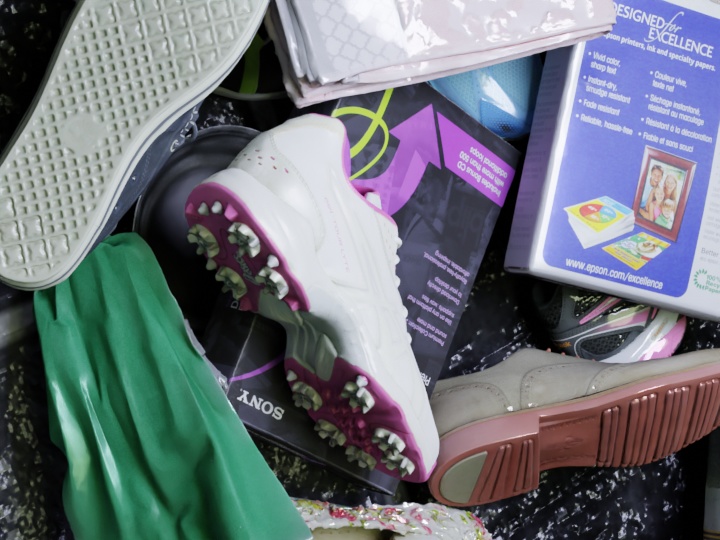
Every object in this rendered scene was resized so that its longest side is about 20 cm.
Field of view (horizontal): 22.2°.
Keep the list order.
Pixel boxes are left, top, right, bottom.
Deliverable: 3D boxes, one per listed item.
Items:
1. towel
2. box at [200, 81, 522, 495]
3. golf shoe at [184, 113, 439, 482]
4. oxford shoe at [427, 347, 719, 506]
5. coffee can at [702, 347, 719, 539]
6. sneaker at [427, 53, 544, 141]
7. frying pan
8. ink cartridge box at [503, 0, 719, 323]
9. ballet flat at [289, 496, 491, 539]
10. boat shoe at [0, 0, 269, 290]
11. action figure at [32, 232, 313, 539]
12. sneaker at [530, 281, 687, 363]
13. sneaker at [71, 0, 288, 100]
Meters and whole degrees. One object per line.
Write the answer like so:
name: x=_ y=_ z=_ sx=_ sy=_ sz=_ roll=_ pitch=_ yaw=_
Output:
towel: x=0.022 y=-0.194 z=0.900 sx=0.190 sy=0.032 sz=0.202 roll=-17 pitch=87 yaw=-29
box: x=0.000 y=0.000 z=0.943 sx=0.143 sy=0.036 sz=0.202 roll=30 pitch=78 yaw=-44
golf shoe: x=-0.002 y=0.015 z=0.871 sx=0.092 sy=0.075 sz=0.201 roll=-51 pitch=129 yaw=-29
oxford shoe: x=0.121 y=0.065 z=0.999 sx=0.198 sy=0.074 sz=0.071 roll=-10 pitch=138 yaw=-16
coffee can: x=0.275 y=0.151 z=1.090 sx=0.145 sy=0.146 sz=0.202 roll=8 pitch=83 yaw=-34
sneaker: x=0.055 y=-0.161 z=0.981 sx=0.078 sy=0.090 sz=0.201 roll=-34 pitch=107 yaw=-31
frying pan: x=-0.095 y=-0.031 z=0.904 sx=0.189 sy=0.031 sz=0.116 roll=30 pitch=73 yaw=-32
ink cartridge box: x=0.187 y=-0.077 z=1.012 sx=0.196 sy=0.047 sz=0.202 roll=14 pitch=86 yaw=-23
ballet flat: x=-0.005 y=0.155 z=0.940 sx=0.198 sy=0.064 sz=0.076 roll=7 pitch=108 yaw=-33
boat shoe: x=-0.108 y=-0.080 z=0.835 sx=0.074 sy=0.062 sz=0.201 roll=33 pitch=88 yaw=-3
action figure: x=-0.104 y=0.058 z=0.852 sx=0.201 sy=0.117 sz=0.055 roll=67 pitch=11 yaw=17
sneaker: x=0.170 y=-0.027 z=1.065 sx=0.086 sy=0.080 sz=0.201 roll=44 pitch=64 yaw=-24
sneaker: x=-0.083 y=-0.139 z=0.888 sx=0.199 sy=0.083 sz=0.072 roll=22 pitch=76 yaw=-32
